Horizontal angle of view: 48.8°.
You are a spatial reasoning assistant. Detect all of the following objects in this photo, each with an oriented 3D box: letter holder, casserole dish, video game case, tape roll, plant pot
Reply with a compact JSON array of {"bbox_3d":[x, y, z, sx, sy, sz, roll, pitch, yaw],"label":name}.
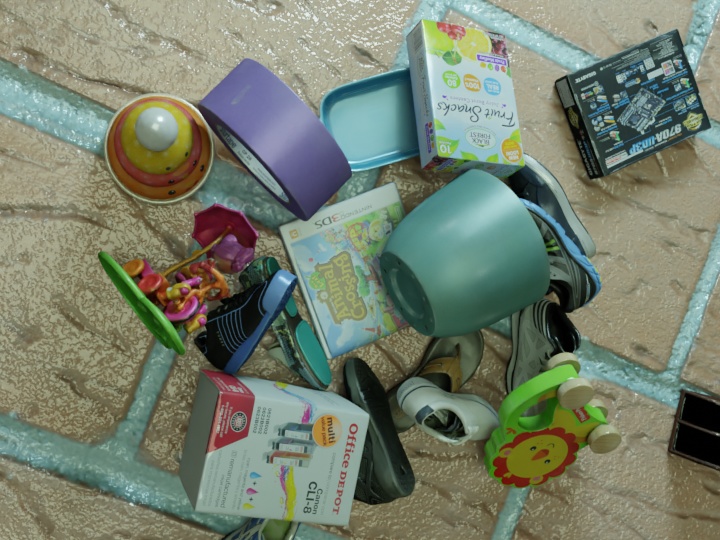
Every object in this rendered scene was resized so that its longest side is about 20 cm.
[{"bbox_3d":[0.596,0.260,1.192,0.197,0.142,0.102,14,89,-11],"label":"letter holder"},{"bbox_3d":[0.031,-0.211,1.116,0.198,0.039,0.123,-17,95,-10],"label":"casserole dish"},{"bbox_3d":[0.000,0.000,1.124,0.180,0.022,0.202,-21,96,-10],"label":"video game case"},{"bbox_3d":[-0.108,-0.163,1.006,0.085,0.200,0.200,-45,99,-6],"label":"tape roll"},{"bbox_3d":[0.122,-0.007,1.045,0.160,0.200,0.202,-29,97,-19],"label":"plant pot"}]

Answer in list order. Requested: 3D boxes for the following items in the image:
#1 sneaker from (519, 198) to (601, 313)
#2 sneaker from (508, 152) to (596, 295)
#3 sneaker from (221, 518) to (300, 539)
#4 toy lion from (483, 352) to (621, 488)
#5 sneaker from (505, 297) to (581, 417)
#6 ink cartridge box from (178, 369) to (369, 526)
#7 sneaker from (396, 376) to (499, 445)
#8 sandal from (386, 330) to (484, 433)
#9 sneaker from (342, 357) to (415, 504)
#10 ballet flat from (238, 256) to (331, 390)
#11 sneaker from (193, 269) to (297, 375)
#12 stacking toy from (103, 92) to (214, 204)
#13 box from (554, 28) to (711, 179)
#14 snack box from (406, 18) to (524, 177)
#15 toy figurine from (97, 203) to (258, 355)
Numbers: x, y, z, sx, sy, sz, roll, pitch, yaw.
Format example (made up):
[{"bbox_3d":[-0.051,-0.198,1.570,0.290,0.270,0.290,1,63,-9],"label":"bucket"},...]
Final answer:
[{"bbox_3d":[0.239,-0.023,1.072,0.083,0.071,0.200,-45,94,-8],"label":"sneaker"},{"bbox_3d":[0.234,-0.058,1.142,0.146,0.077,0.203,-39,100,-11],"label":"sneaker"},{"bbox_3d":[-0.147,0.381,1.076,0.075,0.077,0.201,35,84,-11],"label":"sneaker"},{"bbox_3d":[0.254,0.228,1.116,0.190,0.069,0.200,-30,129,11],"label":"toy lion"},{"bbox_3d":[0.262,0.139,1.133,0.075,0.115,0.204,-4,93,-11],"label":"sneaker"},{"bbox_3d":[-0.111,0.223,1.005,0.198,0.144,0.147,12,88,-22],"label":"ink cartridge box"},{"bbox_3d":[0.129,0.211,1.098,0.199,0.071,0.073,23,115,-38],"label":"sneaker"},{"bbox_3d":[0.105,0.156,1.132,0.199,0.055,0.082,-40,99,-8],"label":"sandal"},{"bbox_3d":[-0.007,0.228,1.099,0.113,0.076,0.202,-27,72,26],"label":"sneaker"},{"bbox_3d":[-0.107,0.079,1.089,0.074,0.074,0.202,-25,94,-10],"label":"ballet flat"},{"bbox_3d":[-0.154,0.059,1.027,0.078,0.070,0.201,37,125,1],"label":"sneaker"},{"bbox_3d":[-0.252,-0.159,0.977,0.144,0.200,0.148,0,92,-11],"label":"stacking toy"},{"bbox_3d":[0.409,-0.249,1.188,0.198,0.046,0.161,-24,96,-10],"label":"box"},{"bbox_3d":[0.143,-0.234,1.089,0.140,0.053,0.203,2,74,-24],"label":"snack box"},{"bbox_3d":[-0.206,-0.005,1.012,0.184,0.199,0.151,-38,128,-19],"label":"toy figurine"}]
